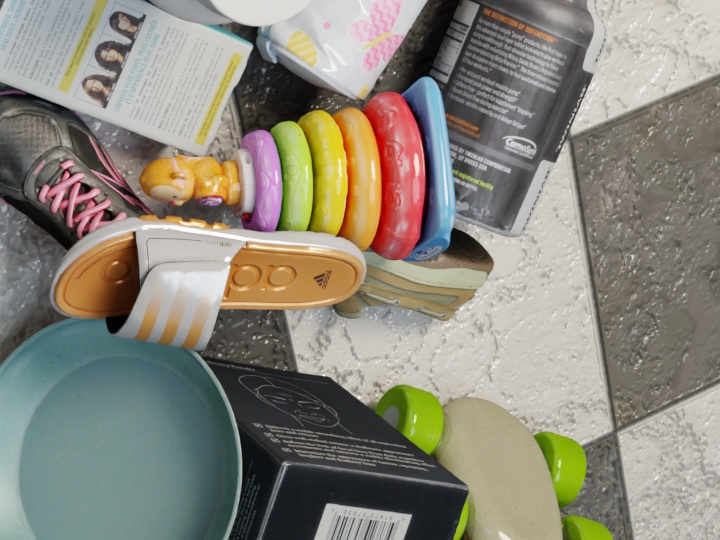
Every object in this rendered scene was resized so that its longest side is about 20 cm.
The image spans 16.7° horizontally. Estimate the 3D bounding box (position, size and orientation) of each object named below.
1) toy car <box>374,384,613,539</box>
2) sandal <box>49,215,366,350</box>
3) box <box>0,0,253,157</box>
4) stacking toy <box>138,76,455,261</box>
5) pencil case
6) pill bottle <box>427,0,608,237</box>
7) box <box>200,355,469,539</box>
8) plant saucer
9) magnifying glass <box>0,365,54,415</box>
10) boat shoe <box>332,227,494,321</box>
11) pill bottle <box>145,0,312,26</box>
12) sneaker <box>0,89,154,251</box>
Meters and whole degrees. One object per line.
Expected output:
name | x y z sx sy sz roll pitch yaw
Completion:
toy car | 0.054 0.205 1.784 0.164 0.158 0.200 19 127 -31
sandal | -0.087 0.012 1.518 0.205 0.059 0.079 -1 134 -20
box | -0.171 -0.143 1.539 0.199 0.049 0.083 20 98 -35
stacking toy | -0.044 -0.058 1.572 0.199 0.116 0.110 -3 80 -18
pencil case | 0.013 -0.210 1.602 0.091 0.083 0.201 27 94 -41
pill bottle | 0.102 -0.133 1.671 0.106 0.106 0.201 18 99 -34
box | -0.050 0.144 1.630 0.148 0.200 0.108 11 104 -33
plant saucer | -0.160 0.128 1.565 0.201 0.199 0.036 -64 158 5
magnifying glass | -0.260 0.094 1.599 0.199 0.022 0.080 -27 120 -17
boat shoe | 0.000 0.000 1.690 0.199 0.072 0.076 16 116 -33
pill bottle | -0.100 -0.213 1.463 0.119 0.200 0.120 -11 113 -27
sneaker | -0.169 -0.036 1.556 0.079 0.095 0.200 -47 123 -4
